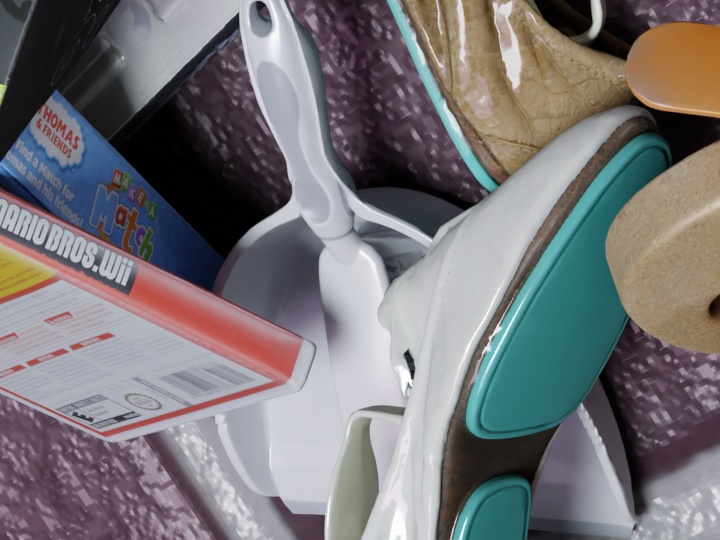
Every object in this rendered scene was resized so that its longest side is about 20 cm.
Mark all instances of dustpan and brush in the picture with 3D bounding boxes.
[{"bbox_3d":[0.000,0.000,0.834,0.139,0.057,0.201,1,114,30],"label":"dustpan and brush"}]

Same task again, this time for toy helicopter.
[{"bbox_3d":[0.153,-0.035,0.700,0.200,0.079,0.132,-25,144,19],"label":"toy helicopter"}]

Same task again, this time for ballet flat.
[{"bbox_3d":[0.026,0.040,0.783,0.069,0.069,0.201,23,108,19],"label":"ballet flat"},{"bbox_3d":[0.017,-0.117,0.771,0.072,0.068,0.200,-32,95,17],"label":"ballet flat"}]

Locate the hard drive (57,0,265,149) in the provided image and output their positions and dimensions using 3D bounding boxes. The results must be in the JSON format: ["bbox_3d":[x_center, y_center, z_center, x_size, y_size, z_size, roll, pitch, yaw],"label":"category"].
[{"bbox_3d":[-0.113,-0.139,0.848,0.200,0.038,0.140,50,128,-1],"label":"hard drive"}]

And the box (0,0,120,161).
[{"bbox_3d":[-0.145,-0.139,0.710,0.200,0.124,0.149,29,138,1],"label":"box"}]

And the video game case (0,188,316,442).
[{"bbox_3d":[-0.129,-0.002,0.829,0.200,0.018,0.143,27,159,-22],"label":"video game case"}]

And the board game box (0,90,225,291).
[{"bbox_3d":[-0.157,-0.024,0.877,0.199,0.037,0.151,6,157,27],"label":"board game box"}]
